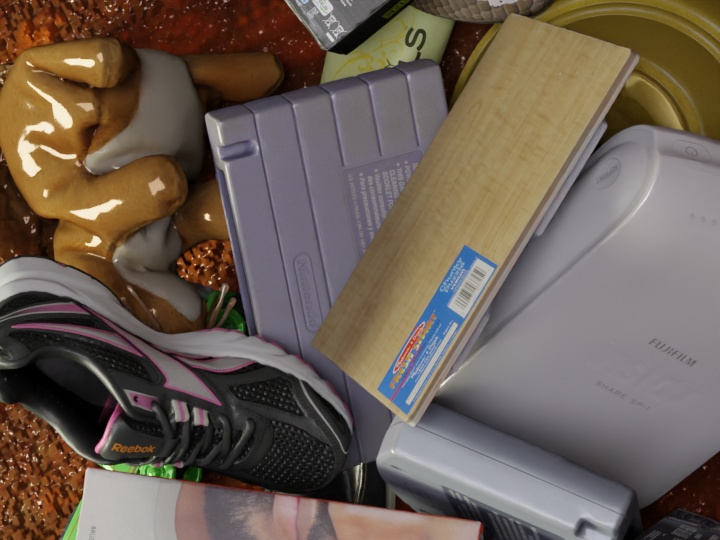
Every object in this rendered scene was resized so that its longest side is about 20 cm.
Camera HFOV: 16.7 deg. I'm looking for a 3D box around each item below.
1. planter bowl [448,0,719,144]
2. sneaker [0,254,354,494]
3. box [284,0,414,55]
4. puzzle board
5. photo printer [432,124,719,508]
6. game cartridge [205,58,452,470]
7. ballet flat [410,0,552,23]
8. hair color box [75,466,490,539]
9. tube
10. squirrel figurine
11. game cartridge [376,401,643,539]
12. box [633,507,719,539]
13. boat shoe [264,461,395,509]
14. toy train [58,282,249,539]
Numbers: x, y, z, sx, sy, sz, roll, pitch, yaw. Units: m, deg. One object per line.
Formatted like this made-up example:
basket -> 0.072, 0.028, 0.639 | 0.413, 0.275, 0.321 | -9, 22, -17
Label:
planter bowl -> 0.130, -0.060, 1.258 | 0.200, 0.083, 0.201 | 1, 92, 16
sneaker -> -0.103, 0.072, 1.215 | 0.200, 0.086, 0.080 | 20, 120, -8
box -> 0.001, -0.246, 1.253 | 0.193, 0.048, 0.200 | -39, 82, 10
puzzle board -> 0.054, -0.028, 1.188 | 0.017, 0.151, 0.200 | 30, 91, -22
photo printer -> 0.143, 0.021, 1.202 | 0.166, 0.070, 0.200 | 28, 127, -28
game cartridge -> 0.000, 0.000, 1.274 | 0.129, 0.038, 0.201 | -16, 107, -20
ballet flat -> 0.013, -0.188, 1.292 | 0.200, 0.046, 0.067 | 28, 77, 19
hair color box -> -0.043, 0.167, 1.205 | 0.199, 0.064, 0.111 | 6, 78, 9
tube -> 0.003, -0.085, 1.313 | 0.058, 0.052, 0.201 | 16, 89, -27
squirrel figurine -> -0.148, -0.021, 1.317 | 0.200, 0.141, 0.187 | -3, 88, 33
game cartridge -> 0.075, 0.115, 1.226 | 0.133, 0.200, 0.042 | 27, 79, 14
box -> 0.139, 0.209, 1.208 | 0.050, 0.200, 0.158 | 18, 96, 16
boat shoe -> -0.028, 0.155, 1.323 | 0.072, 0.068, 0.201 | 14, 95, 16
toy train -> -0.113, 0.096, 1.358 | 0.056, 0.042, 0.200 | 30, 99, 25
